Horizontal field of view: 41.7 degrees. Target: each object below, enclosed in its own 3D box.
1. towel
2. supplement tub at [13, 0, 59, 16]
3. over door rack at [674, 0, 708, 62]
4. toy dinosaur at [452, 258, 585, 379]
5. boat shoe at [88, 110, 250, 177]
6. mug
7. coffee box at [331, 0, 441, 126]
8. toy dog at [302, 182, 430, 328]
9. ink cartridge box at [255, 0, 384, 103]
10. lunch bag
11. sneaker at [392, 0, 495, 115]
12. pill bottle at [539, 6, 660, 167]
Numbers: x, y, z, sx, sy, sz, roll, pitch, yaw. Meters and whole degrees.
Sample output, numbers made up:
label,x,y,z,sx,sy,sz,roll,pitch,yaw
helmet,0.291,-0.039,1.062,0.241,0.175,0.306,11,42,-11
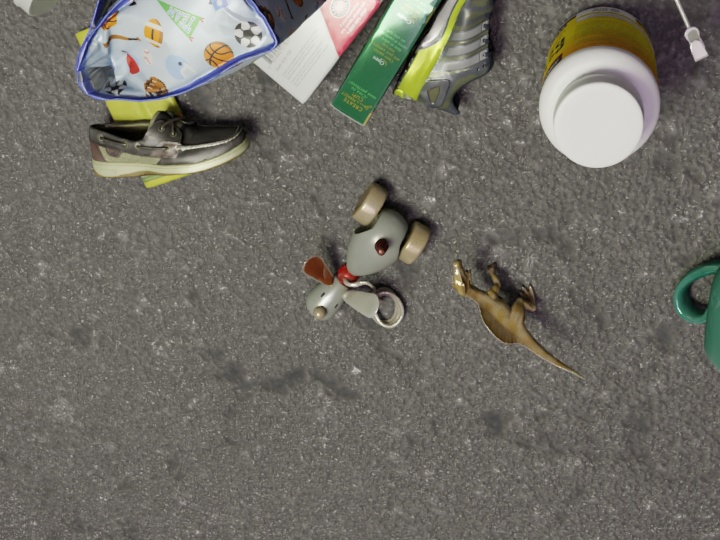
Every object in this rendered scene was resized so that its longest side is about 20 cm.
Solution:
label,x,y,z,sx,sy,sz,roll,pitch,yaw
towel,-0.258,-0.200,1.125,0.085,0.018,0.202,-15,113,16
supplement tub,-0.377,-0.381,0.977,0.200,0.146,0.145,44,120,-11
over door rack,0.334,-0.311,0.859,0.147,0.066,0.202,-24,90,26
toy dinosaur,0.171,0.056,1.101,0.199,0.101,0.058,40,121,-9
boat shoe,-0.227,-0.151,1.094,0.198,0.072,0.067,-4,121,17
mug,0.428,0.038,0.992,0.182,0.152,0.116,3,117,14
coffee box,0.044,-0.254,0.950,0.044,0.123,0.201,30,121,-7
toy dog,0.000,0.000,1.119,0.130,0.097,0.202,19,122,4
ink cartridge box,-0.086,-0.299,0.980,0.199,0.084,0.145,39,121,-8
lunch bag,-0.157,-0.237,0.884,0.198,0.170,0.125,-23,108,26
sneaker,0.112,-0.247,0.972,0.080,0.074,0.201,27,130,-9
pill bottle,0.226,-0.173,0.898,0.108,0.201,0.110,6,120,11
